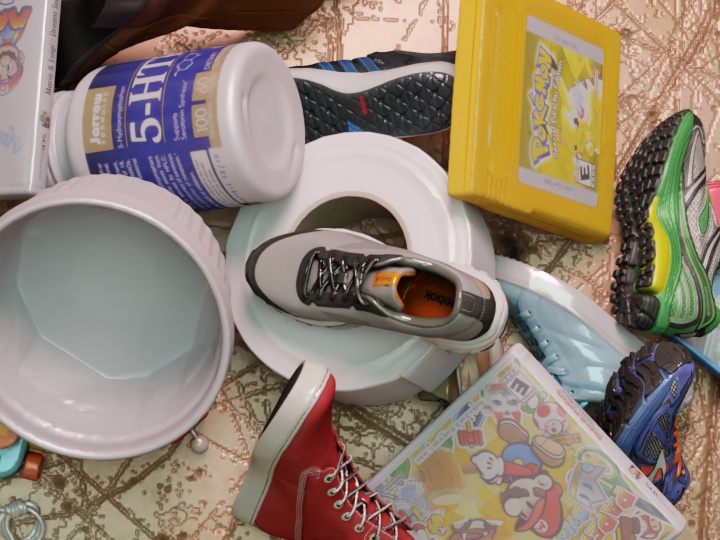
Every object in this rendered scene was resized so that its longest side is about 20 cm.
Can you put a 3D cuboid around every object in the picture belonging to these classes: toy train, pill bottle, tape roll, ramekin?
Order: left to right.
[{"bbox_3d":[-0.216,0.116,1.488,0.200,0.056,0.151,-36,85,-8],"label":"toy train"},{"bbox_3d":[-0.185,0.026,1.395,0.199,0.105,0.201,2,111,4],"label":"ramekin"},{"bbox_3d":[-0.154,-0.101,1.463,0.199,0.120,0.120,-7,81,25],"label":"pill bottle"},{"bbox_3d":[0.000,0.000,1.476,0.201,0.071,0.204,-5,76,18],"label":"tape roll"}]

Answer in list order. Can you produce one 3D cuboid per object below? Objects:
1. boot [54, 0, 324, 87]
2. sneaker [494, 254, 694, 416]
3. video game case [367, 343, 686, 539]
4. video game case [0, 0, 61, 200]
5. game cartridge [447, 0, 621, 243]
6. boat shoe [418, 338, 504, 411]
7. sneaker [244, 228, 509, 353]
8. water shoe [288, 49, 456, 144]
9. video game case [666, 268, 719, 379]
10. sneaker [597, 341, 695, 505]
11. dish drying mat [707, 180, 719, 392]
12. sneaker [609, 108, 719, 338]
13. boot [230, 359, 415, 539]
[{"bbox_3d":[-0.141,-0.202,1.515,0.199,0.188,0.069,-8,69,-32],"label":"boot"},{"bbox_3d":[0.163,0.068,1.511,0.200,0.074,0.082,36,78,3],"label":"sneaker"},{"bbox_3d":[0.115,0.182,1.459,0.182,0.023,0.200,47,119,3],"label":"video game case"},{"bbox_3d":[-0.318,-0.142,1.485,0.199,0.024,0.183,-1,80,29],"label":"video game case"},{"bbox_3d":[0.137,-0.124,1.489,0.032,0.200,0.177,-2,80,35],"label":"game cartridge"},{"bbox_3d":[0.077,0.080,1.505,0.071,0.076,0.201,-14,81,-4],"label":"boat shoe"},{"bbox_3d":[0.006,0.007,1.392,0.199,0.079,0.074,10,83,23],"label":"sneaker"},{"bbox_3d":[-0.002,-0.135,1.537,0.199,0.079,0.072,0,113,18],"label":"water shoe"},{"bbox_3d":[0.356,0.015,1.541,0.143,0.018,0.200,38,80,2],"label":"video game case"},{"bbox_3d":[0.217,0.135,1.468,0.078,0.201,0.076,11,38,-7],"label":"sneaker"},{"bbox_3d":[0.315,0.025,1.555,0.076,0.018,0.201,-6,82,-4],"label":"dish drying mat"},{"bbox_3d":[0.249,-0.035,1.525,0.085,0.078,0.201,19,63,-19],"label":"sneaker"},{"bbox_3d":[-0.009,0.153,1.427,0.144,0.200,0.073,27,54,6],"label":"boot"}]
